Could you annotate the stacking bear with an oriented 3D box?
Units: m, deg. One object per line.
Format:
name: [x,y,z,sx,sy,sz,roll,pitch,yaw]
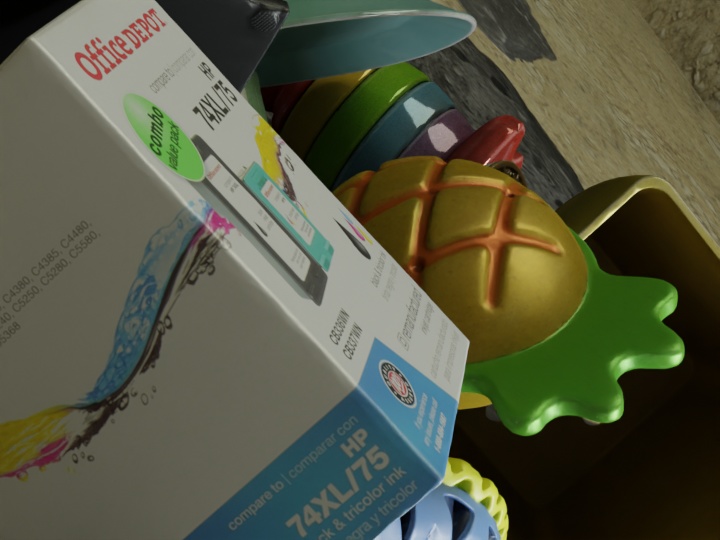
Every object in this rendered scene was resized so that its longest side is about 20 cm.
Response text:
stacking bear: [-0.007,-0.101,1.250,0.200,0.114,0.121,41,-6,10]

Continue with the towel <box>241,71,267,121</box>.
towel: [-0.076,-0.033,0.960,0.200,0.023,0.154,-19,98,-75]

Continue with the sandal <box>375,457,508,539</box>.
sandal: [0.002,0.111,0.896,0.200,0.079,0.088,43,53,-46]

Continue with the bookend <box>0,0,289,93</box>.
bookend: [-0.149,-0.167,0.827,0.199,0.092,0.200,13,45,-26]

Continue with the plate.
plate: [-0.034,-0.131,1.106,0.200,0.199,0.026,-2,83,-69]

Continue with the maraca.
maraca: [0.052,0.013,0.902,0.199,0.137,0.108,26,-38,36]

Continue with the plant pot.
plant pot: [0.121,0.070,1.071,0.200,0.200,0.176,48,2,-14]

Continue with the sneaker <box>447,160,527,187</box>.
sneaker: [0.000,0.000,1.041,0.200,0.089,0.068,-36,118,-39]

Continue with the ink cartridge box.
ink cartridge box: [-0.082,0.022,0.716,0.200,0.146,0.147,47,16,-9]
